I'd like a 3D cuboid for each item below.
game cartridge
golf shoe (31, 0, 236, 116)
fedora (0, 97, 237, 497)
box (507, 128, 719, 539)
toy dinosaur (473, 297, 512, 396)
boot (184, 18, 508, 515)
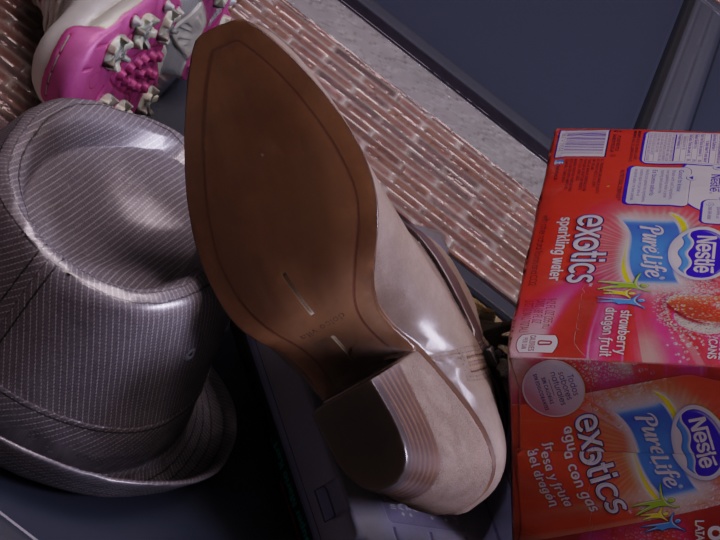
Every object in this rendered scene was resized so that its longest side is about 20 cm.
[{"bbox_3d":[0.012,0.062,1.173,0.129,0.038,0.201,10,50,-41],"label":"game cartridge"},{"bbox_3d":[-0.119,-0.115,1.310,0.091,0.076,0.200,25,21,7],"label":"golf shoe"},{"bbox_3d":[-0.103,-0.004,1.093,0.177,0.090,0.200,44,24,9],"label":"fedora"},{"bbox_3d":[0.119,0.027,1.188,0.099,0.096,0.200,1,29,9],"label":"box"},{"bbox_3d":[0.041,0.028,1.312,0.199,0.058,0.101,24,14,-30],"label":"toy dinosaur"},{"bbox_3d":[0.000,0.000,1.099,0.146,0.070,0.201,-22,95,-73],"label":"boot"}]
